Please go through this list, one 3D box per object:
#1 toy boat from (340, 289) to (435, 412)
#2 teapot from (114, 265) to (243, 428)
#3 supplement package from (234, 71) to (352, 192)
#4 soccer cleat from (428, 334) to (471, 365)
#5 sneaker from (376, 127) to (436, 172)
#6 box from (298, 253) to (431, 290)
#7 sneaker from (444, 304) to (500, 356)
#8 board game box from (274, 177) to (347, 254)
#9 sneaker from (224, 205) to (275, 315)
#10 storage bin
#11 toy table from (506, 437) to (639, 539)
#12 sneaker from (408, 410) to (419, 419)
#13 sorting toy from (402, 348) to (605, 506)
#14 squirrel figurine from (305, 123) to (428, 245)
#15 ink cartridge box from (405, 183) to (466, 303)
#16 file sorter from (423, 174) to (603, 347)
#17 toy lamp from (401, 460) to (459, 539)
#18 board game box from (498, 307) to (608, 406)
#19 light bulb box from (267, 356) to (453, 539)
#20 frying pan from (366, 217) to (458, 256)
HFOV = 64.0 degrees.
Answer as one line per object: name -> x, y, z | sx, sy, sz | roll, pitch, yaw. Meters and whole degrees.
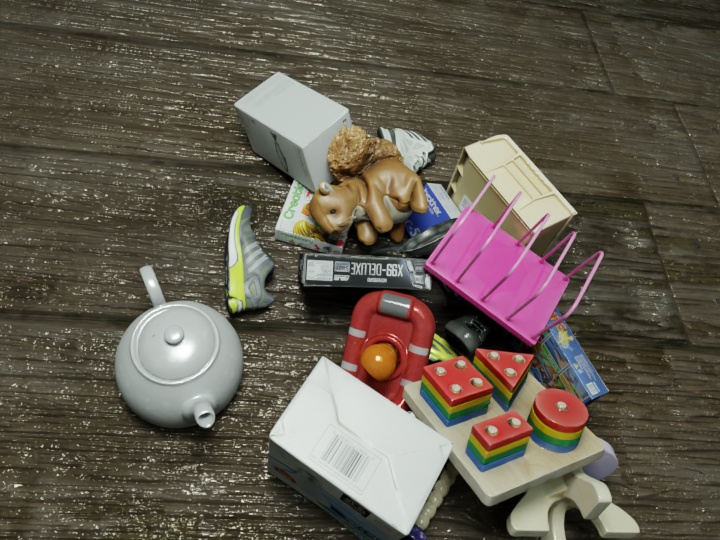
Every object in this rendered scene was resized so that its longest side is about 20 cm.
toy boat -> 0.031, 0.132, 0.844 | 0.129, 0.131, 0.202 | 13, 92, 12
teapot -> -0.261, 0.116, 0.824 | 0.198, 0.147, 0.199 | 19, 57, 2
supplement package -> -0.116, -0.255, 1.060 | 0.117, 0.117, 0.199 | -42, 57, -19
soccer cleat -> 0.096, 0.108, 0.942 | 0.199, 0.065, 0.084 | 24, 62, 6
sneaker -> 0.105, -0.208, 1.133 | 0.114, 0.076, 0.202 | -6, 57, -12
box -> 0.000, 0.000, 0.938 | 0.198, 0.158, 0.050 | 2, 91, -10
sneaker -> 0.188, 0.080, 0.921 | 0.104, 0.200, 0.060 | -39, 83, 0
board game box -> -0.071, -0.129, 1.075 | 0.125, 0.035, 0.201 | 15, 57, 0
sneaker -> -0.187, -0.018, 0.974 | 0.080, 0.074, 0.202 | 4, 64, -19
storage bin -> 0.243, -0.098, 1.018 | 0.093, 0.201, 0.199 | -24, 66, -21
toy table -> 0.277, 0.310, 0.802 | 0.198, 0.185, 0.118 | -3, 42, -2
sneaker -> 0.136, 0.200, 0.859 | 0.199, 0.073, 0.071 | -18, 69, -49
sorting toy -> 0.192, 0.182, 0.771 | 0.197, 0.070, 0.200 | -10, 34, -26
squirrel figurine -> -0.006, -0.144, 0.999 | 0.185, 0.141, 0.202 | -9, 80, -20
ink cartridge box -> 0.154, -0.050, 1.030 | 0.044, 0.094, 0.201 | -3, 55, -45
file sorter -> 0.223, -0.020, 0.837 | 0.199, 0.126, 0.139 | 37, 61, 5
toy lamp -> 0.125, 0.304, 0.833 | 0.058, 0.058, 0.200 | 33, 60, 11
board game box -> 0.296, 0.132, 0.924 | 0.034, 0.136, 0.201 | -16, 64, -19
light bulb box -> -0.011, 0.247, 0.758 | 0.197, 0.201, 0.125 | 32, 60, 10
frying pan -> 0.089, -0.040, 0.973 | 0.031, 0.189, 0.115 | 61, 18, -12
